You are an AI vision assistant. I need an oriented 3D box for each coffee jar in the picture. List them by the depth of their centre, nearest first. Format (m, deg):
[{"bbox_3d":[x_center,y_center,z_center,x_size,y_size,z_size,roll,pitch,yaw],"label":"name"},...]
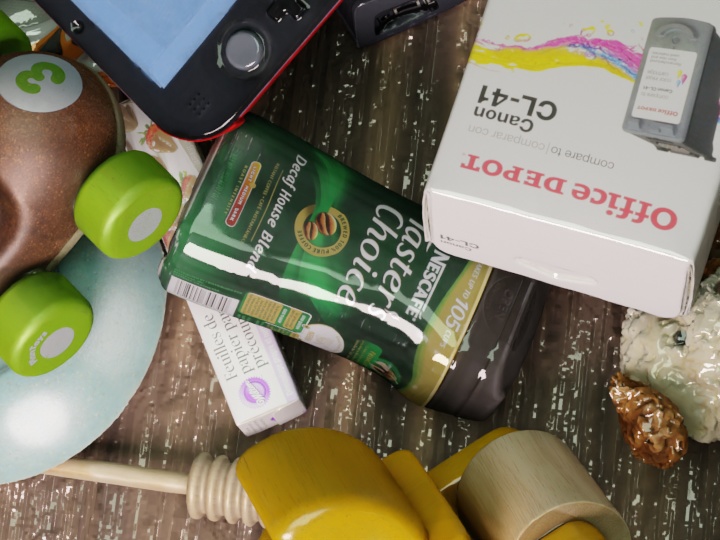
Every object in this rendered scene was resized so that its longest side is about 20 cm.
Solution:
[{"bbox_3d":[0.000,0.000,1.449,0.200,0.085,0.104,24,69,-3],"label":"coffee jar"}]

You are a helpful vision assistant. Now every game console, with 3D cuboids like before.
[{"bbox_3d":[-0.095,-0.186,1.409,0.200,0.031,0.177,45,110,13],"label":"game console"}]

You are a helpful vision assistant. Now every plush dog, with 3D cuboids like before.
[{"bbox_3d":[0.221,0.043,1.425,0.172,0.161,0.200,10,50,23],"label":"plush dog"}]

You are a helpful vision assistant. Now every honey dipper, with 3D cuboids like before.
[{"bbox_3d":[-0.142,0.110,1.493,0.200,0.038,0.038,8,79,13],"label":"honey dipper"}]

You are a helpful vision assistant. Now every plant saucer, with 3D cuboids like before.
[{"bbox_3d":[-0.206,0.017,1.494,0.201,0.039,0.201,-7,70,18],"label":"plant saucer"}]

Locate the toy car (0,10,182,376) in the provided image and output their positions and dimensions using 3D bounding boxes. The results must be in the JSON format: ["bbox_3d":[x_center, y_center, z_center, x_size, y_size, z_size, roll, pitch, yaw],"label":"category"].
[{"bbox_3d":[-0.223,-0.053,1.382,0.164,0.200,0.158,44,104,27],"label":"toy car"}]

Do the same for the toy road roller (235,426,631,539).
[{"bbox_3d":[0.024,0.136,1.388,0.200,0.146,0.123,-31,32,-3],"label":"toy road roller"}]

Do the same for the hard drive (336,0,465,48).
[{"bbox_3d":[0.055,-0.229,1.536,0.200,0.042,0.135,-30,75,0],"label":"hard drive"}]

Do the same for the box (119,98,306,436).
[{"bbox_3d":[-0.085,-0.007,1.507,0.039,0.041,0.200,-23,75,1],"label":"box"}]

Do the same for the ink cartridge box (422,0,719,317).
[{"bbox_3d":[0.131,-0.095,1.399,0.148,0.086,0.200,16,70,10],"label":"ink cartridge box"}]

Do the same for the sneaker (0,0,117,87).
[{"bbox_3d":[-0.184,-0.144,1.544,0.200,0.076,0.092,-9,50,13],"label":"sneaker"}]
